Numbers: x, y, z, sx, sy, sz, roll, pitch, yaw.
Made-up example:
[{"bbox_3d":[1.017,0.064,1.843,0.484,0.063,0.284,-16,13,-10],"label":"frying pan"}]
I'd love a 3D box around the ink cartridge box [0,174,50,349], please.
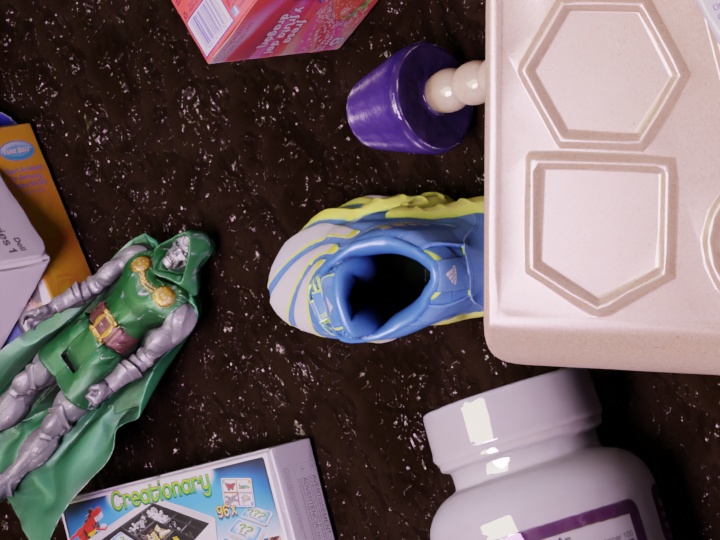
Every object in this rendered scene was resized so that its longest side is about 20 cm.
[{"bbox_3d":[-0.284,0.012,1.622,0.145,0.084,0.200,54,131,25],"label":"ink cartridge box"}]

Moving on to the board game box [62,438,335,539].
[{"bbox_3d":[-0.087,0.173,1.540,0.200,0.035,0.127,-17,86,47],"label":"board game box"}]

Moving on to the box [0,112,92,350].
[{"bbox_3d":[-0.212,0.007,1.635,0.119,0.041,0.201,-37,74,44],"label":"box"}]

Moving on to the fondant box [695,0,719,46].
[{"bbox_3d":[0.204,-0.137,1.107,0.144,0.058,0.201,-30,76,14],"label":"fondant box"}]

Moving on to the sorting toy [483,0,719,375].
[{"bbox_3d":[0.146,-0.052,1.201,0.184,0.036,0.201,3,105,15],"label":"sorting toy"}]

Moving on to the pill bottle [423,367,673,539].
[{"bbox_3d":[0.097,0.151,1.285,0.112,0.112,0.201,-24,80,46],"label":"pill bottle"}]

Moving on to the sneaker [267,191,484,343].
[{"bbox_3d":[0.000,0.000,1.360,0.200,0.105,0.076,-13,88,47],"label":"sneaker"}]

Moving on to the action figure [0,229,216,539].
[{"bbox_3d":[-0.152,0.048,1.535,0.200,0.055,0.118,-46,68,14],"label":"action figure"}]

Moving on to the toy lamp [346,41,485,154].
[{"bbox_3d":[0.071,-0.092,1.302,0.200,0.058,0.058,-12,90,48],"label":"toy lamp"}]

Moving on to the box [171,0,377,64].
[{"bbox_3d":[-0.018,-0.204,1.343,0.200,0.094,0.103,-50,63,40],"label":"box"}]
